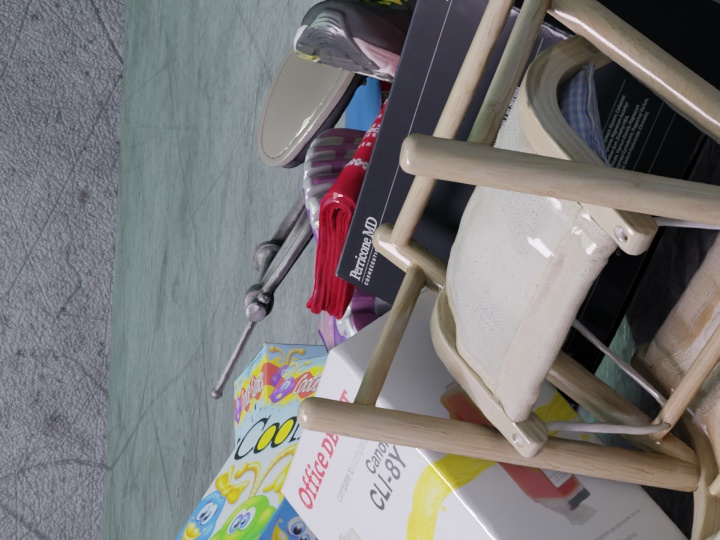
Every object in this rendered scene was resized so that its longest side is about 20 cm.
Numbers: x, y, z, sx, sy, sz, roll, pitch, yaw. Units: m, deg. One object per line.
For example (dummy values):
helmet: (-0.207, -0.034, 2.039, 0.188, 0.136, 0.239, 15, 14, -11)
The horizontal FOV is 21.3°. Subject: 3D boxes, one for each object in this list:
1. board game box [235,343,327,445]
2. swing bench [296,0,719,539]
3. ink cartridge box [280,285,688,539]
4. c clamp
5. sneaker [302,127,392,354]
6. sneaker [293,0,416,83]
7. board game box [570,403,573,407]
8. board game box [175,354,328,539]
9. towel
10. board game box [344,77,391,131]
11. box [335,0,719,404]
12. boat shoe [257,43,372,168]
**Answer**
board game box: (-0.029, 0.164, 1.374, 0.103, 0.104, 0.202, 130, 140, -66)
swing bench: (0.101, 0.008, 0.788, 0.200, 0.199, 0.130, 113, -179, -51)
ink cartridge box: (0.060, 0.126, 0.912, 0.200, 0.083, 0.146, 50, 149, 20)
c clamp: (-0.060, -0.013, 1.423, 0.172, 0.027, 0.200, -58, 6, 18)
sneaker: (0.000, 0.000, 1.221, 0.089, 0.080, 0.201, 111, 155, -50)
sneaker: (0.019, -0.162, 1.196, 0.200, 0.074, 0.085, -6, -68, -69)
board game box: (0.095, 0.009, 1.078, 0.136, 0.034, 0.201, -108, 25, -55)
board game box: (-0.030, 0.156, 1.118, 0.103, 0.105, 0.201, -14, 38, 56)
towel: (0.023, -0.081, 1.087, 0.145, 0.022, 0.201, 100, -164, -63)
board game box: (0.018, -0.109, 1.414, 0.201, 0.039, 0.159, -94, 10, -45)
box: (0.082, -0.054, 0.905, 0.079, 0.140, 0.201, -56, -11, -44)
boat shoe: (0.002, -0.150, 1.294, 0.073, 0.063, 0.201, 33, 94, 49)
